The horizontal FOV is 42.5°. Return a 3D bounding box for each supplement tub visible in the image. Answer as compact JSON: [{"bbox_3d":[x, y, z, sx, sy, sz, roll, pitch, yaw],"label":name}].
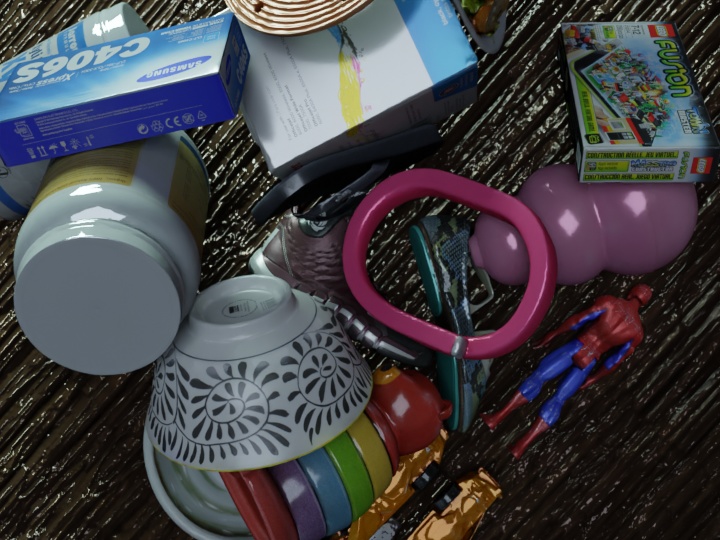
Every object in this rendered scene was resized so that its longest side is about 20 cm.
[{"bbox_3d":[-0.198,-0.028,0.753,0.141,0.202,0.147,-2,124,-4],"label":"supplement tub"},{"bbox_3d":[-0.275,-0.146,0.866,0.197,0.132,0.134,-27,87,5],"label":"supplement tub"}]

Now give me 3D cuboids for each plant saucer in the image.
[{"bbox_3d":[-0.103,0.159,0.873,0.195,0.050,0.205,1,72,-2],"label":"plant saucer"}]

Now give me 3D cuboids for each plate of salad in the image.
[{"bbox_3d":[0.102,-0.291,0.799,0.047,0.199,0.205,-9,89,26],"label":"plate of salad"}]

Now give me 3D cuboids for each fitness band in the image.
[{"bbox_3d":[0.072,-0.008,0.793,0.197,0.037,0.146,24,88,32],"label":"fitness band"}]

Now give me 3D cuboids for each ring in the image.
[{"bbox_3d":[-0.030,-0.277,0.747,0.197,0.019,0.205,-11,67,26],"label":"ring"}]

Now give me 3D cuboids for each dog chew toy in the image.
[{"bbox_3d":[0.192,-0.045,0.825,0.196,0.125,0.127,-17,88,5],"label":"dog chew toy"}]

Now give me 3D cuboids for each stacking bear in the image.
[{"bbox_3d":[-0.014,0.152,0.799,0.198,0.121,0.116,-29,106,-21],"label":"stacking bear"}]

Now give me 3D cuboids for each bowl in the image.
[{"bbox_3d":[-0.092,0.066,0.768,0.196,0.202,0.096,-7,117,5],"label":"bowl"}]

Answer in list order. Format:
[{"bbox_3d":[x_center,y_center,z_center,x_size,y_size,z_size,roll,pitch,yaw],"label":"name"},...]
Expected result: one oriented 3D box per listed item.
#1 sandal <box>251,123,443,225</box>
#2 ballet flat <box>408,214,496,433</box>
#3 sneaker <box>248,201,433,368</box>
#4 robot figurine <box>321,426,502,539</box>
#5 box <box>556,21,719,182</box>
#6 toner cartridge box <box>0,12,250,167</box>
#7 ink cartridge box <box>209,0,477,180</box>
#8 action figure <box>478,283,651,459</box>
[{"bbox_3d":[-0.004,-0.082,0.835,0.197,0.076,0.044,-23,84,-21],"label":"sandal"},{"bbox_3d":[0.098,0.046,0.865,0.072,0.074,0.205,-10,92,5],"label":"ballet flat"},{"bbox_3d":[0.000,0.000,0.869,0.197,0.076,0.117,30,89,5],"label":"sneaker"},{"bbox_3d":[0.032,0.244,0.872,0.145,0.058,0.200,44,93,4],"label":"robot figurine"},{"bbox_3d":[0.233,-0.150,0.800,0.107,0.202,0.035,0,133,5],"label":"box"},{"bbox_3d":[-0.190,-0.144,0.736,0.195,0.096,0.044,-10,132,10],"label":"toner cartridge box"},{"bbox_3d":[-0.012,-0.186,0.832,0.197,0.147,0.147,-26,86,5],"label":"ink cartridge box"},{"bbox_3d":[0.198,0.085,0.862,0.200,0.052,0.066,-43,92,-1],"label":"action figure"}]
